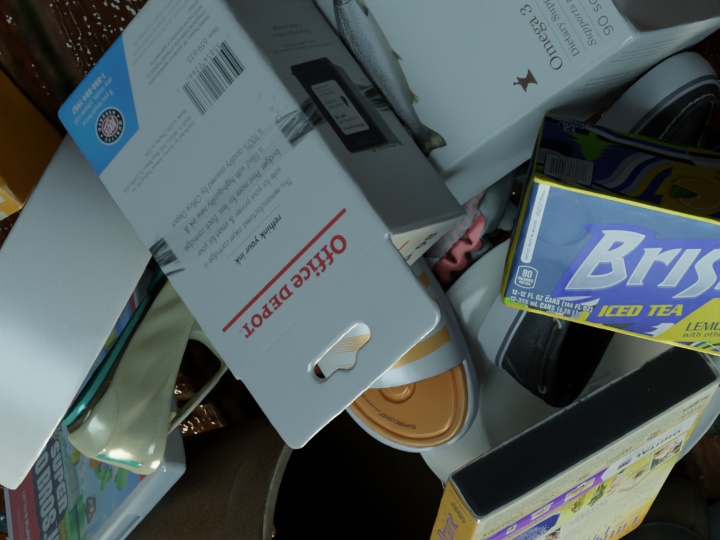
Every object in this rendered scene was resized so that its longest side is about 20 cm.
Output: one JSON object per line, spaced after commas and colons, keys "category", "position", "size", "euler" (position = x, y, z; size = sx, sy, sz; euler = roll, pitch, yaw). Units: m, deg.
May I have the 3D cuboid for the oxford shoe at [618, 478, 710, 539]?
{"category": "oxford shoe", "position": [0.131, 0.179, 1.185], "size": [0.200, 0.084, 0.073], "euler": [-24, 121, 33]}

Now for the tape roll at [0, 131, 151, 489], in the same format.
{"category": "tape roll", "position": [-0.171, 0.016, 1.061], "size": [0.071, 0.202, 0.202], "euler": [29, 130, -8]}

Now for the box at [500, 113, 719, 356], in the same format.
{"category": "box", "position": [0.167, -0.005, 0.848], "size": [0.200, 0.064, 0.070], "euler": [13, 122, 3]}

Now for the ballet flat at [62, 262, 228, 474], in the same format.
{"category": "ballet flat", "position": [-0.092, 0.021, 1.043], "size": [0.069, 0.200, 0.069], "euler": [20, 153, 10]}

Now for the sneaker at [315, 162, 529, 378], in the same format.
{"category": "sneaker", "position": [0.003, -0.019, 1.066], "size": [0.098, 0.071, 0.200], "euler": [42, 126, -16]}

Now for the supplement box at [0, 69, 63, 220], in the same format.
{"category": "supplement box", "position": [-0.289, -0.060, 1.113], "size": [0.200, 0.074, 0.126], "euler": [-26, 117, 32]}

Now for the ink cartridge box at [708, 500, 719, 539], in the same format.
{"category": "ink cartridge box", "position": [0.258, 0.206, 1.169], "size": [0.146, 0.084, 0.200], "euler": [40, 128, -17]}

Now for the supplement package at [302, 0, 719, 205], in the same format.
{"category": "supplement package", "position": [0.053, -0.112, 0.921], "size": [0.200, 0.117, 0.117], "euler": [-35, 82, 35]}

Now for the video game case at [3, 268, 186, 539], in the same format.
{"category": "video game case", "position": [-0.168, 0.112, 1.182], "size": [0.017, 0.143, 0.200], "euler": [12, 137, -32]}

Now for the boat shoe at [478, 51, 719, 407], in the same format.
{"category": "boat shoe", "position": [0.127, -0.012, 0.946], "size": [0.066, 0.070, 0.200], "euler": [48, 123, 26]}

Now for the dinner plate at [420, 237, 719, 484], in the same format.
{"category": "dinner plate", "position": [0.123, 0.058, 1.067], "size": [0.200, 0.024, 0.200], "euler": [-8, 123, -13]}

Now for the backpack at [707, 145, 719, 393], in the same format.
{"category": "backpack", "position": [0.264, 0.022, 0.977], "size": [0.183, 0.147, 0.200], "euler": [-28, 119, 35]}

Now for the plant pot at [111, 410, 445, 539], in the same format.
{"category": "plant pot", "position": [-0.039, 0.164, 1.140], "size": [0.198, 0.200, 0.200], "euler": [-10, 127, 48]}

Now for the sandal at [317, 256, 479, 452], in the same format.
{"category": "sandal", "position": [-0.008, 0.002, 1.005], "size": [0.079, 0.059, 0.207], "euler": [-21, 91, 20]}

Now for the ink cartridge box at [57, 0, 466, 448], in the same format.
{"category": "ink cartridge box", "position": [-0.036, -0.033, 0.886], "size": [0.116, 0.067, 0.200], "euler": [-43, 75, 33]}

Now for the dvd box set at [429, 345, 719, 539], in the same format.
{"category": "dvd box set", "position": [0.100, 0.119, 0.993], "size": [0.029, 0.146, 0.200], "euler": [55, 162, 21]}
